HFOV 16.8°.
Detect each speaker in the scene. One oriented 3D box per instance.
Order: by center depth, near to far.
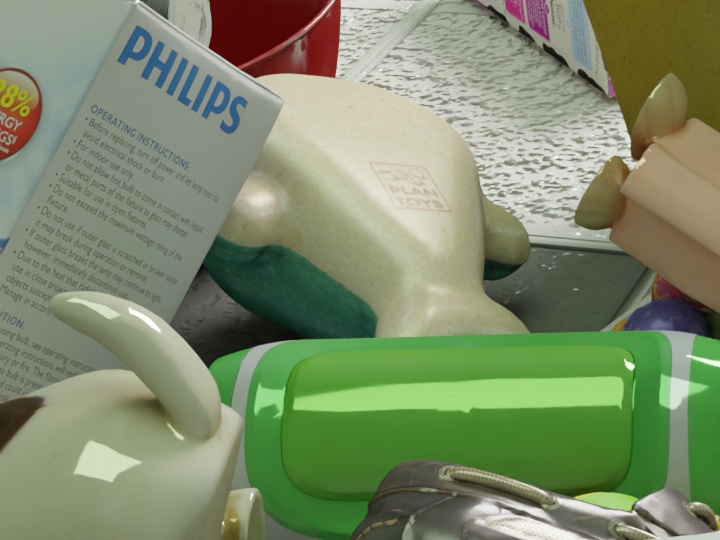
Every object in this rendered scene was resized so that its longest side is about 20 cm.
[{"bbox_3d":[0.043,0.067,0.909,0.199,0.089,0.089,-2,29,14],"label":"speaker"}]

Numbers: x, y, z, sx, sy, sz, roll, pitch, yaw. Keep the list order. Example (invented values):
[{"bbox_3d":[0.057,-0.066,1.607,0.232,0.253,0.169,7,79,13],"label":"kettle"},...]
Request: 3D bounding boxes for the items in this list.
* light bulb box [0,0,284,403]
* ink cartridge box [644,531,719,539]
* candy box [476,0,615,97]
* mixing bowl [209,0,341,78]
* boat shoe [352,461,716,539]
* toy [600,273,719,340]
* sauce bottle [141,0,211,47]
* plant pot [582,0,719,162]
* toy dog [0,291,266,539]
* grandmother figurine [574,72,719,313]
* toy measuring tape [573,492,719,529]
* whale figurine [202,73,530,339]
[{"bbox_3d":[-0.174,-0.034,0.980,0.198,0.125,0.200,26,87,30],"label":"light bulb box"},{"bbox_3d":[0.068,0.154,0.670,0.199,0.146,0.083,-6,27,6],"label":"ink cartridge box"},{"bbox_3d":[0.149,-0.170,1.347,0.136,0.061,0.200,-17,28,-15],"label":"candy box"},{"bbox_3d":[-0.094,-0.081,1.195,0.200,0.109,0.200,-10,30,6],"label":"mixing bowl"},{"bbox_3d":[0.093,0.103,0.749,0.199,0.075,0.073,18,53,-12],"label":"boat shoe"},{"bbox_3d":[0.155,0.016,1.008,0.200,0.047,0.115,-30,33,-35],"label":"toy"},{"bbox_3d":[-0.163,-0.110,1.107,0.199,0.066,0.066,3,30,23],"label":"sauce bottle"},{"bbox_3d":[0.212,-0.125,1.071,0.195,0.195,0.200,-10,-11,-43],"label":"plant pot"},{"bbox_3d":[-0.141,0.099,0.802,0.199,0.194,0.140,4,38,7],"label":"toy dog"},{"bbox_3d":[0.180,0.012,0.938,0.200,0.121,0.061,32,2,17],"label":"grandmother figurine"},{"bbox_3d":[0.048,0.122,0.819,0.200,0.074,0.074,-18,29,-17],"label":"toy measuring tape"},{"bbox_3d":[0.000,0.000,1.045,0.159,0.104,0.200,3,35,-33],"label":"whale figurine"}]
